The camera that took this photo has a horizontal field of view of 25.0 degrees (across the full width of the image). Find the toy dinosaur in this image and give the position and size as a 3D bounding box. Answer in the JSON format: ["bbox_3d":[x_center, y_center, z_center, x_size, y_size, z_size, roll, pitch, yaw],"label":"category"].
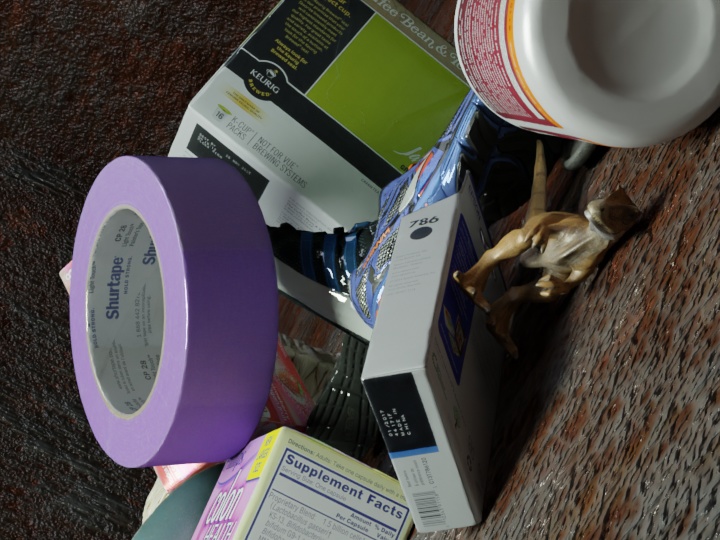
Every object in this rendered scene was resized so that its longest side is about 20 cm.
[{"bbox_3d":[0.100,-0.012,0.859,0.106,0.060,0.200,-41,11,-4],"label":"toy dinosaur"}]

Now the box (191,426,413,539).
[{"bbox_3d":[-0.064,0.212,0.998,0.201,0.096,0.176,-65,8,-15],"label":"box"}]

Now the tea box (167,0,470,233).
[{"bbox_3d":[-0.016,-0.102,1.269,0.197,0.200,0.134,-51,0,-27],"label":"tea box"}]

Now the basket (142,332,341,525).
[{"bbox_3d":[-0.084,0.146,1.320,0.201,0.123,0.136,-63,7,0],"label":"basket"}]

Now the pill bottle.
[{"bbox_3d":[0.110,-0.123,0.822,0.113,0.112,0.200,-63,12,3],"label":"pill bottle"}]

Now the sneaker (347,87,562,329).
[{"bbox_3d":[0.050,-0.049,0.970,0.078,0.075,0.201,20,76,50],"label":"sneaker"}]

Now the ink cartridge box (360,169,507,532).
[{"bbox_3d":[0.045,0.037,0.869,0.200,0.039,0.100,-71,-35,-57],"label":"ink cartridge box"}]

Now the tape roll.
[{"bbox_3d":[-0.126,0.026,1.063,0.200,0.065,0.202,1,91,60],"label":"tape roll"}]

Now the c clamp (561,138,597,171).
[{"bbox_3d":[0.161,-0.153,0.980,0.171,0.027,0.200,-59,7,32],"label":"c clamp"}]

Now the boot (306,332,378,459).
[{"bbox_3d":[0.028,0.034,1.161,0.200,0.067,0.131,-57,4,39],"label":"boot"}]

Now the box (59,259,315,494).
[{"bbox_3d":[-0.125,0.059,1.206,0.095,0.201,0.102,-39,-24,19],"label":"box"}]

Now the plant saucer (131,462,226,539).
[{"bbox_3d":[-0.104,0.235,1.145,0.200,0.036,0.201,-32,-48,-43],"label":"plant saucer"}]

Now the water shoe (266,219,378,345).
[{"bbox_3d":[0.000,0.000,1.051,0.079,0.199,0.071,-59,-27,-4],"label":"water shoe"}]
